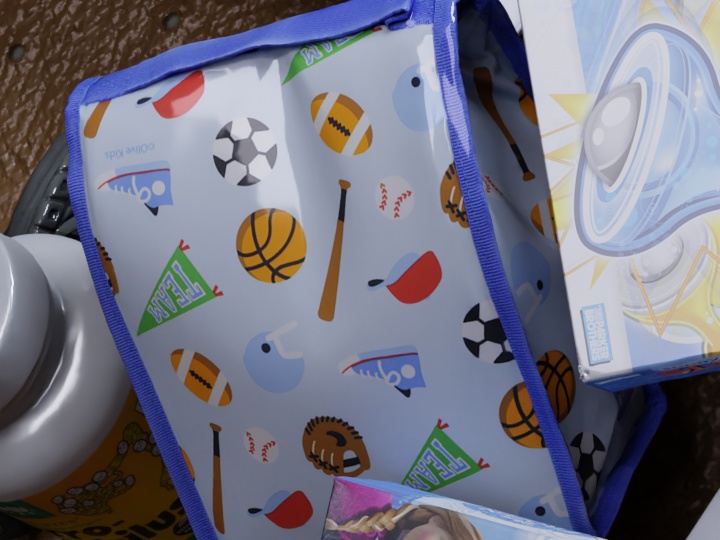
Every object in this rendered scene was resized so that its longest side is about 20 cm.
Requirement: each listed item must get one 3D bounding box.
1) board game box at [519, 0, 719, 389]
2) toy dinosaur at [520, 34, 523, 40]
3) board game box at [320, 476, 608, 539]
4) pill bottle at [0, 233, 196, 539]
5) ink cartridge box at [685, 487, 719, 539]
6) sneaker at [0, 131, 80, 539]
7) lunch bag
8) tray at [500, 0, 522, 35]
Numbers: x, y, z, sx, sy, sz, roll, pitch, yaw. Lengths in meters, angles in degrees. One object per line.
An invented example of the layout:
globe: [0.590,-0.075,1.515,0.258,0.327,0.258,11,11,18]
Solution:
board game box: [0.123,-0.072,0.783,0.135,0.034,0.200,-13,78,20]
toy dinosaur: [0.039,-0.037,1.020,0.200,0.102,0.136,-19,80,14]
board game box: [0.059,0.185,0.778,0.199,0.043,0.200,11,90,34]
pill bottle: [-0.119,0.052,1.003,0.113,0.200,0.113,-12,64,25]
ink cartridge box: [0.129,0.144,0.787,0.099,0.039,0.200,42,107,35]
sneaker: [-0.166,0.022,1.125,0.091,0.076,0.200,9,72,39]
lunch bag: [0.000,0.000,0.892,0.170,0.200,0.124,-13,23,27]
tray: [0.100,-0.187,0.985,0.200,0.022,0.107,-50,46,8]
